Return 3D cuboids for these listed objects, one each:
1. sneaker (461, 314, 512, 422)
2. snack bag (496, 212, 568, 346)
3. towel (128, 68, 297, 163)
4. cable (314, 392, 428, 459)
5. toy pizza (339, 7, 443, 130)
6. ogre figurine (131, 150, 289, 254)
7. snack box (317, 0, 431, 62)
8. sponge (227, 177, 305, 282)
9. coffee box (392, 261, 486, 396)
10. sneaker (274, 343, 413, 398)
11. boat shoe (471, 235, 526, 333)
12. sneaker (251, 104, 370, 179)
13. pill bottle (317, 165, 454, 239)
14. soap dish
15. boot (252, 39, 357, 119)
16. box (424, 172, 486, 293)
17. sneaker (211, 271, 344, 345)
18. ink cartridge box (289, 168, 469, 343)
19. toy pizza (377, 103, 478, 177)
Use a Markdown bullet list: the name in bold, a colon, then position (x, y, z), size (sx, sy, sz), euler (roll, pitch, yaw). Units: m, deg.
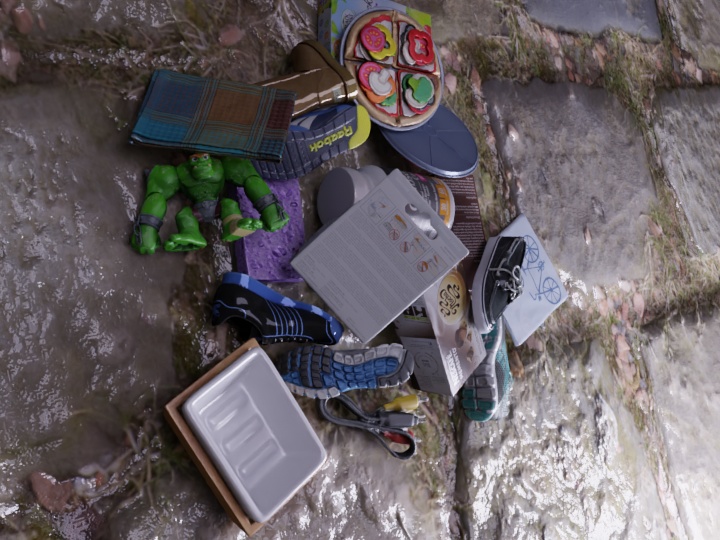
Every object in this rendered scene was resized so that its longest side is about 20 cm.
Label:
- **sneaker**: position (0.217, 0.159, 1.485), size (0.091, 0.077, 0.201), euler (28, 64, -49)
- **snack bag**: position (0.287, 0.019, 1.604), size (0.200, 0.021, 0.189), euler (-38, 102, -40)
- **towel**: position (-0.192, -0.207, 1.176), size (0.199, 0.022, 0.147), euler (8, 50, 0)
- **cable**: position (0.016, 0.227, 1.322), size (0.199, 0.050, 0.098), euler (10, 87, -25)
- **toy pizza**: position (0.057, -0.324, 1.414), size (0.199, 0.032, 0.201), euler (5, 81, -32)
- **ogre figurine**: position (-0.207, -0.093, 1.175), size (0.098, 0.199, 0.120), euler (60, 13, -74)
- **snack box**: position (0.026, -0.379, 1.467), size (0.199, 0.053, 0.143), euler (10, 70, -31)
- **sponge**: position (-0.134, -0.082, 1.275), size (0.111, 0.030, 0.201), euler (1, 77, -41)
- **coffee box**: position (0.115, 0.078, 1.364), size (0.113, 0.080, 0.201), euler (-43, 126, -40)
- **sneaker**: position (-0.029, 0.146, 1.276), size (0.199, 0.087, 0.075), euler (1, 82, -16)
- **boat shoe**: position (0.227, 0.019, 1.413), size (0.074, 0.068, 0.200), euler (66, 32, -32)
- **sneaker**: position (-0.084, -0.189, 1.290), size (0.199, 0.082, 0.074), euler (-24, 121, -26)
- **pill bottle**: position (0.040, -0.099, 1.369), size (0.199, 0.116, 0.117), euler (5, 74, -39)
- **soap dish**: position (-0.150, 0.213, 1.146), size (0.157, 0.081, 0.200), euler (-39, 103, -39)
- **boot**: position (-0.129, -0.268, 1.293), size (0.199, 0.175, 0.066), euler (-23, 127, -21)
- **box**: position (0.151, -0.057, 1.479), size (0.100, 0.075, 0.201), euler (-2, 77, -41)
- **sneaker**: position (-0.116, 0.076, 1.227), size (0.200, 0.070, 0.078), euler (26, 66, -25)
- **ink cartridge box**: position (0.024, -0.022, 1.241), size (0.200, 0.050, 0.162), euler (-42, 100, 5)
- **toy pizza**: position (0.108, -0.224, 1.485), size (0.199, 0.032, 0.201), euler (19, 44, -19)
